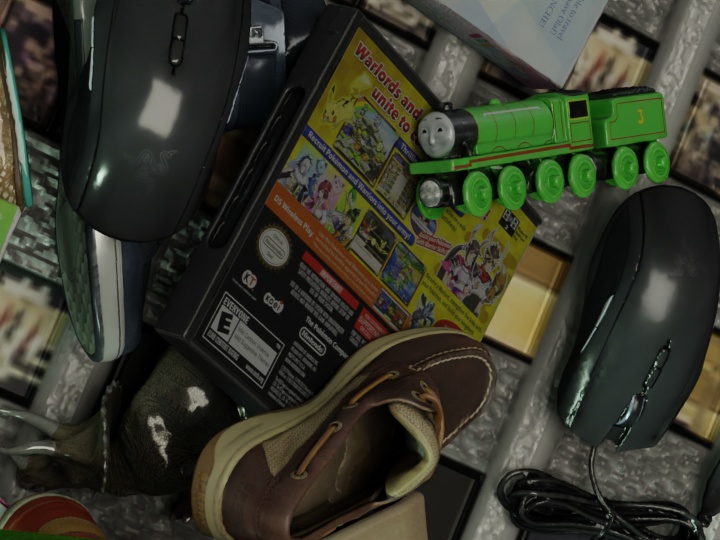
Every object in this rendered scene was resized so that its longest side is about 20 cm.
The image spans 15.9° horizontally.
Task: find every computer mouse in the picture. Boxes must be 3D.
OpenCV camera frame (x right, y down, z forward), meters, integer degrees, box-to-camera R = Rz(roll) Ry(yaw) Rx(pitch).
[{"bbox_3d":[-0.111,-0.122,1.171,0.140,0.046,0.201,18,85,-17],"label":"computer mouse"},{"bbox_3d":[0.169,0.064,1.375,0.140,0.046,0.201,19,96,-24],"label":"computer mouse"}]

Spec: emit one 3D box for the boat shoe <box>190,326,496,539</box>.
[{"bbox_3d":[0.010,0.083,1.225,0.199,0.072,0.073,-21,117,-46],"label":"boat shoe"}]

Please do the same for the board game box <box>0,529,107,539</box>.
[{"bbox_3d":[-0.140,0.144,1.128,0.198,0.102,0.048,7,89,-12],"label":"board game box"}]

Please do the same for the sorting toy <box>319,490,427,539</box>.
[{"bbox_3d":[-0.036,0.223,1.280,0.199,0.036,0.186,-25,121,-35],"label":"sorting toy"}]

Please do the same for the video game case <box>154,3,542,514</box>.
[{"bbox_3d":[0.000,0.000,1.267,0.200,0.025,0.182,45,67,-46],"label":"video game case"}]

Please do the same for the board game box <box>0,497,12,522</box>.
[{"bbox_3d":[-0.165,0.217,1.260,0.200,0.040,0.153,42,78,-21],"label":"board game box"}]

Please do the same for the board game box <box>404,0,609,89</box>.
[{"bbox_3d":[0.067,-0.230,1.324,0.198,0.043,0.201,32,81,-22],"label":"board game box"}]

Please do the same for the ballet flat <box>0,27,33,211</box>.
[{"bbox_3d":[-0.195,-0.120,1.210,0.065,0.071,0.202,-6,93,-8],"label":"ballet flat"}]

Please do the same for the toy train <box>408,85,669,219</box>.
[{"bbox_3d":[0.094,-0.063,1.312,0.199,0.042,0.057,-11,96,-50],"label":"toy train"}]

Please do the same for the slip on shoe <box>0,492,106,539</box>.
[{"bbox_3d":[-0.151,0.207,1.210,0.074,0.061,0.202,6,93,-25],"label":"slip on shoe"}]

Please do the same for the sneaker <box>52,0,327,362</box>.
[{"bbox_3d":[-0.075,-0.058,1.258,0.145,0.077,0.204,0,93,-21],"label":"sneaker"}]

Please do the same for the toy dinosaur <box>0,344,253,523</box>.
[{"bbox_3d":[-0.072,0.065,1.269,0.200,0.077,0.103,-38,123,-12],"label":"toy dinosaur"}]

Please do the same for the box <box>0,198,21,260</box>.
[{"bbox_3d":[-0.267,-0.003,1.149,0.199,0.036,0.145,23,59,-9],"label":"box"}]
